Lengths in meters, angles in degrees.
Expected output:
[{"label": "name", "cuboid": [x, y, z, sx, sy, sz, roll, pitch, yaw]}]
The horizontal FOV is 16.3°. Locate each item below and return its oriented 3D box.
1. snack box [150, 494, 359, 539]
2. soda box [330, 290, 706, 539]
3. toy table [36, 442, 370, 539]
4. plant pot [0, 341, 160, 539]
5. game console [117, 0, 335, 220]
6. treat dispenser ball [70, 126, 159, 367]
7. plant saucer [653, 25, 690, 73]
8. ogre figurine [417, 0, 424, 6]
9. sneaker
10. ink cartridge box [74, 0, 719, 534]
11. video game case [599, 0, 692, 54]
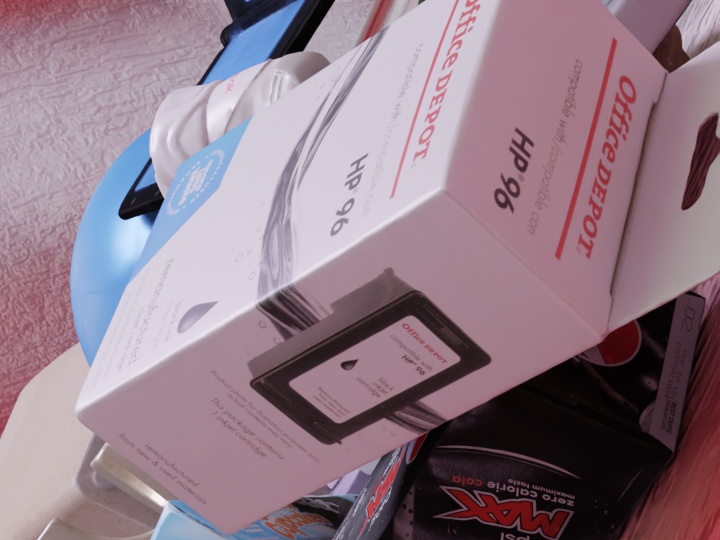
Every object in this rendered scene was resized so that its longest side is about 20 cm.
[{"label": "snack box", "cuboid": [-0.036, 0.143, 0.937, 0.200, 0.037, 0.117, 9, -73, -65]}, {"label": "soda box", "cuboid": [0.037, 0.078, 0.801, 0.200, 0.063, 0.071, 118, 174, -47]}, {"label": "toy table", "cuboid": [-0.067, 0.110, 1.120, 0.184, 0.117, 0.200, -55, 2, -23]}, {"label": "plant pot", "cuboid": [-0.113, 0.141, 1.455, 0.177, 0.199, 0.200, -52, 14, 49]}, {"label": "game console", "cuboid": [-0.078, -0.131, 1.168, 0.116, 0.176, 0.200, -24, 4, -17]}, {"label": "treat dispenser ball", "cuboid": [-0.053, 0.006, 1.328, 0.201, 0.200, 0.201, -156, 90, -85]}, {"label": "plant saucer", "cuboid": [0.079, -0.004, 0.945, 0.200, 0.029, 0.201, -156, 90, -86]}, {"label": "ogre figurine", "cuboid": [0.074, -0.140, 1.200, 0.199, 0.098, 0.120, -26, 18, 11]}, {"label": "sneaker", "cuboid": [0.000, 0.000, 1.025, 0.099, 0.200, 0.078, -25, 17, 36]}, {"label": "ink cartridge box", "cuboid": [0.017, -0.017, 0.719, 0.200, 0.068, 0.116, -31, 28, 38]}, {"label": "video game case", "cuboid": [0.035, -0.015, 0.894, 0.200, 0.023, 0.182, -54, 4, -23]}]
